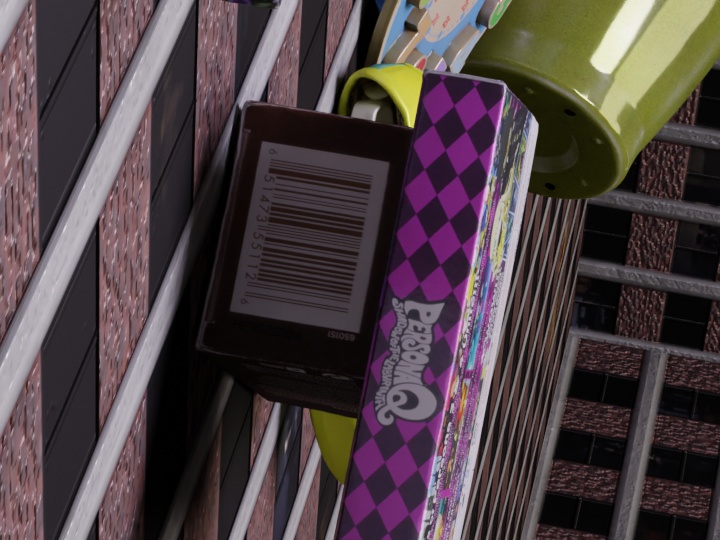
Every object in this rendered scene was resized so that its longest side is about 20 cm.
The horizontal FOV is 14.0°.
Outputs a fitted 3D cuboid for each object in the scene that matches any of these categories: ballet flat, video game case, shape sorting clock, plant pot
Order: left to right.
[{"bbox_3d":[0.000,0.000,1.362,0.067,0.067,0.201,20,77,-62],"label":"ballet flat"},{"bbox_3d":[0.029,0.032,1.110,0.181,0.036,0.201,8,93,-83],"label":"video game case"},{"bbox_3d":[0.060,-0.161,1.472,0.200,0.039,0.200,-58,166,-23],"label":"shape sorting clock"},{"bbox_3d":[0.128,-0.153,1.717,0.201,0.200,0.193,88,27,-61],"label":"plant pot"}]

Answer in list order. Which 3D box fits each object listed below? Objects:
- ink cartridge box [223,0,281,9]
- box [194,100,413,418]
[{"bbox_3d":[-0.034,-0.180,0.816,0.200,0.050,0.109,92,11,-54],"label":"ink cartridge box"},{"bbox_3d":[-0.010,0.001,1.190,0.200,0.075,0.101,52,48,-79],"label":"box"}]
